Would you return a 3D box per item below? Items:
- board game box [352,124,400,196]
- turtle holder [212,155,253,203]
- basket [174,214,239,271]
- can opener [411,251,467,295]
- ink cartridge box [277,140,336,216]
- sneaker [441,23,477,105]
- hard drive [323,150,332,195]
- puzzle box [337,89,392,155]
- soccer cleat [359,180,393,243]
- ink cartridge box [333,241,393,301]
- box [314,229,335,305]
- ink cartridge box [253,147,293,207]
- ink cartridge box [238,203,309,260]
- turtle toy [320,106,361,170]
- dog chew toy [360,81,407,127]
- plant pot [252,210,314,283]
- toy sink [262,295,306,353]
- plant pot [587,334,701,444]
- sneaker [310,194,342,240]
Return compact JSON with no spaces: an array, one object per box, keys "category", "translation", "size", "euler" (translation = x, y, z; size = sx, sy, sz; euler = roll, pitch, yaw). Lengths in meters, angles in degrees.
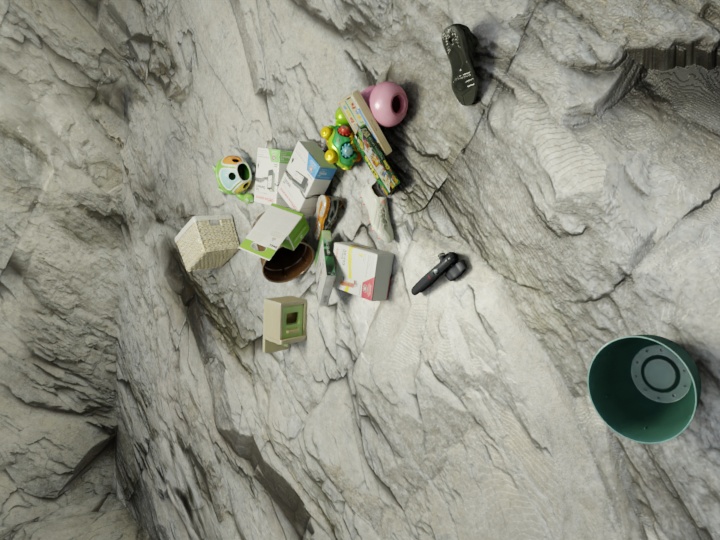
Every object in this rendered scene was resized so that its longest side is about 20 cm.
[{"category":"board game box","translation":[0.045,-0.326,1.611],"size":[0.203,0.023,0.105],"euler":[58,167,2]},{"category":"turtle holder","translation":[-0.497,-0.362,2.143],"size":[0.129,0.139,0.192],"euler":[-1,91,43]},{"category":"basket","translation":[-0.637,-0.118,2.267],"size":[0.199,0.195,0.164],"euler":[-35,74,39]},{"category":"can opener","translation":[0.210,0.014,1.519],"size":[0.199,0.062,0.080],"euler":[-39,67,39]},{"category":"ink cartridge box","translation":[-0.183,-0.305,1.812],"size":[0.145,0.083,0.202],"euler":[50,126,29]},{"category":"sneaker","translation":[0.276,-0.544,1.413],"size":[0.075,0.114,0.204],"euler":[-3,118,39]},{"category":"hard drive","translation":[-0.153,-0.313,1.870],"size":[0.133,0.042,0.207],"euler":[19,106,42]},{"category":"puzzle box","translation":[0.011,-0.429,1.607],"size":[0.203,0.025,0.132],"euler":[58,165,-16]},{"category":"soccer cleat","translation":[0.059,-0.181,1.655],"size":[0.077,0.068,0.204],"euler":[-38,64,36]},{"category":"ink cartridge box","translation":[0.000,0.000,1.713],"size":[0.197,0.082,0.150],"euler":[17,105,43]},{"category":"box","translation":[-0.118,-0.010,1.783],"size":[0.146,0.035,0.204],"euler":[109,158,-45]},{"category":"ink cartridge box","translation":[-0.318,-0.345,2.004],"size":[0.143,0.083,0.207],"euler":[16,104,43]},{"category":"ink cartridge box","translation":[-0.283,-0.109,1.777],"size":[0.145,0.077,0.202],"euler":[20,62,28]},{"category":"turtle toy","translation":[-0.052,-0.418,1.710],"size":[0.098,0.145,0.207],"euler":[-13,83,23]},{"category":"dog chew toy","translation":[0.050,-0.494,1.607],"size":[0.198,0.122,0.129],"euler":[20,107,50]},{"category":"plant pot","translation":[-0.289,-0.098,1.934],"size":[0.202,0.196,0.201],"euler":[-54,50,32]},{"category":"toy sink","translation":[-0.274,0.206,1.972],"size":[0.110,0.128,0.207],"euler":[10,99,43]},{"category":"plant pot","translation":[0.585,0.225,1.092],"size":[0.197,0.158,0.208],"euler":[4,95,43]},{"category":"sneaker","translation":[-0.115,-0.175,1.827],"size":[0.080,0.075,0.202],"euler":[64,149,26]}]
